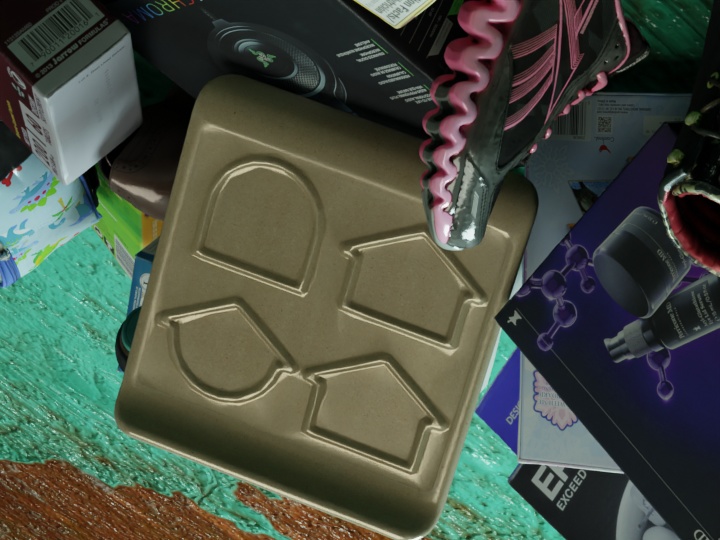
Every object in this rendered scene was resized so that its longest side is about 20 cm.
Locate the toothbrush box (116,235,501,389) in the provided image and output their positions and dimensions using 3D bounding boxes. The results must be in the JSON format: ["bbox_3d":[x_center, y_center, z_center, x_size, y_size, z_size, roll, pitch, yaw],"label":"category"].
[{"bbox_3d":[-0.026,0.031,1.501,0.199,0.146,0.086,18,117,15],"label":"toothbrush box"}]

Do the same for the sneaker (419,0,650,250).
[{"bbox_3d":[0.088,-0.099,1.157,0.095,0.201,0.079,15,-167,-11],"label":"sneaker"}]

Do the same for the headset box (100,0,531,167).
[{"bbox_3d":[-0.009,-0.126,1.270,0.200,0.093,0.174,39,152,-28],"label":"headset box"}]

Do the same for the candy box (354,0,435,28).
[{"bbox_3d":[-0.031,-0.213,1.096,0.200,0.116,0.055,32,155,-14],"label":"candy box"}]

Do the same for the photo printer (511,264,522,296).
[{"bbox_3d":[0.000,0.000,1.390,0.166,0.200,0.070,15,116,21],"label":"photo printer"}]

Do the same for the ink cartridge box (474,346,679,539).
[{"bbox_3d":[0.168,0.068,1.316,0.200,0.199,0.043,43,-156,26],"label":"ink cartridge box"}]

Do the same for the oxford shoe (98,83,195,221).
[{"bbox_3d":[-0.109,-0.078,1.388,0.072,0.071,0.200,12,-166,-8],"label":"oxford shoe"}]

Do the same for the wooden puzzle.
[{"bbox_3d":[-0.018,0.018,1.270,0.185,0.201,0.046,20,-165,10],"label":"wooden puzzle"}]

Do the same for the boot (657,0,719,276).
[{"bbox_3d":[0.178,-0.105,1.072,0.073,0.154,0.204,13,151,23],"label":"boot"}]

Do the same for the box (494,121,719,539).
[{"bbox_3d":[0.183,0.046,1.182,0.200,0.079,0.141,50,119,21],"label":"box"}]

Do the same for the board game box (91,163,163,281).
[{"bbox_3d":[-0.157,-0.067,1.545,0.096,0.030,0.200,52,164,18],"label":"board game box"}]

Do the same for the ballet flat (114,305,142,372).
[{"bbox_3d":[-0.045,0.067,1.407,0.199,0.073,0.073,12,153,12],"label":"ballet flat"}]

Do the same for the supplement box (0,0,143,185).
[{"bbox_3d":[-0.203,-0.150,1.289,0.200,0.061,0.109,46,164,16],"label":"supplement box"}]

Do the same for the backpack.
[{"bbox_3d":[-0.259,-0.077,1.493,0.183,0.147,0.200,48,173,21],"label":"backpack"}]

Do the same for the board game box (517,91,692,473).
[{"bbox_3d":[0.176,0.008,1.255,0.199,0.201,0.041,5,-175,34],"label":"board game box"}]
